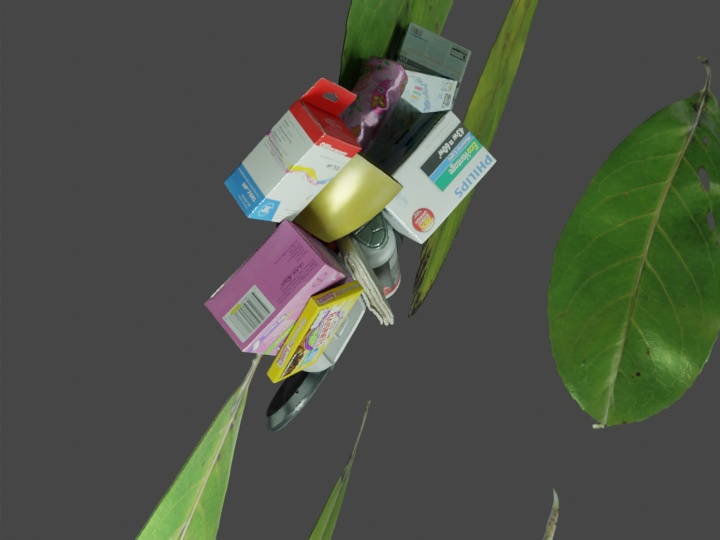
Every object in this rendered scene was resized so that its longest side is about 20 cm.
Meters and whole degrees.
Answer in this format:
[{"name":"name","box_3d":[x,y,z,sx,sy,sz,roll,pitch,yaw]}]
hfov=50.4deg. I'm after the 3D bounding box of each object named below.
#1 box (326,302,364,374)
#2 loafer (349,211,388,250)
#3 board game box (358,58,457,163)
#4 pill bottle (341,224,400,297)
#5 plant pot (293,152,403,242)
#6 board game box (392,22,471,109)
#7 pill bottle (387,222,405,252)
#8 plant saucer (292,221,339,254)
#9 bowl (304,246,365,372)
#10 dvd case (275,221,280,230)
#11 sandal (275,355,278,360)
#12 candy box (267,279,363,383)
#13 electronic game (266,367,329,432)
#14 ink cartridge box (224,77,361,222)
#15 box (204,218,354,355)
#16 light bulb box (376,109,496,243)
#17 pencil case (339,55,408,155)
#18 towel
[{"name":"box","box_3d":[-0.057,0.115,1.711,0.158,0.050,0.203,73,39,-66]},{"name":"loafer","box_3d":[-0.010,-0.115,1.317,0.072,0.201,0.063,-40,161,9]},{"name":"board game box","box_3d":[0.072,-0.284,1.466,0.195,0.043,0.204,3,112,-31]},{"name":"pill bottle","box_3d":[0.019,-0.033,1.504,0.201,0.109,0.112,76,37,-58]},{"name":"plant pot","box_3d":[-0.051,-0.133,1.204,0.143,0.199,0.200,-53,167,8]},{"name":"board game box","box_3d":[0.124,-0.375,1.557,0.064,0.145,0.204,-164,-86,-75]},{"name":"pill bottle","box_3d":[0.050,-0.085,1.739,0.107,0.104,0.203,83,30,-60]},{"name":"plant saucer","box_3d":[-0.081,-0.037,1.394,0.200,0.036,0.203,-51,155,-51]},{"name":"bowl","box_3d":[-0.063,0.083,1.374,0.202,0.074,0.201,-58,154,-16]},{"name":"dvd case","box_3d":[-0.120,-0.036,1.354,0.143,0.017,0.204,-48,154,-58]},{"name":"sandal","box_3d":[-0.114,0.089,1.456,0.203,0.048,0.075,-58,-168,-18]},{"name":"candy box","box_3d":[-0.074,0.098,1.212,0.101,0.026,0.201,-24,155,-44]},{"name":"electronic game","box_3d":[-0.119,0.231,1.500,0.200,0.041,0.200,-48,-170,11]},{"name":"ink cartridge box","box_3d":[-0.079,-0.160,1.052,0.200,0.068,0.116,-44,162,19]},{"name":"box","box_3d":[-0.116,0.035,1.183,0.176,0.097,0.200,-45,166,3]},{"name":"light bulb box","box_3d":[0.111,-0.172,1.375,0.199,0.125,0.200,-47,-167,0]},{"name":"pencil case","box_3d":[0.007,-0.278,1.338,0.203,0.086,0.087,-61,164,-4]},{"name":"towel","box_3d":[0.000,0.000,1.355,0.202,0.034,0.134,60,4,-39]}]
